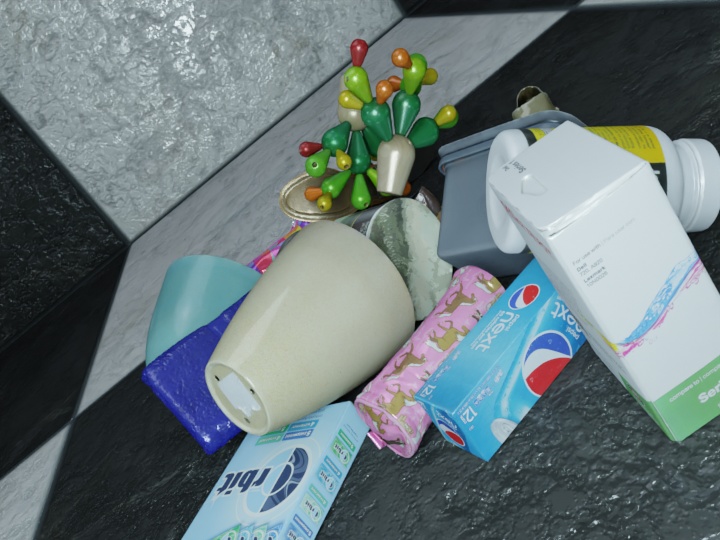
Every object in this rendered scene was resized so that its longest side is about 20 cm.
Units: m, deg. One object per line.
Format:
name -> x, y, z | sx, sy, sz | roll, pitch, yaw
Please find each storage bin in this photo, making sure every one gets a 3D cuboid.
storage bin -> 0.180, -0.069, 0.855 | 0.198, 0.144, 0.138 | -8, 63, 52

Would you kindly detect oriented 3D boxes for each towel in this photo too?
towel -> -0.153, 0.122, 0.936 | 0.199, 0.050, 0.147 | -35, 61, -30

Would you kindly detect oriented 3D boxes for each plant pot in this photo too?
plant pot -> -0.210, 0.105, 1.060 | 0.198, 0.200, 0.164 | -20, 41, 39
plant pot -> -0.070, 0.077, 0.822 | 0.185, 0.190, 0.199 | -13, 21, 48

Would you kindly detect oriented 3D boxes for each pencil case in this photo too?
pencil case -> -0.144, -0.007, 1.315 | 0.200, 0.089, 0.088 | -43, 21, -7
pencil case -> 0.076, 0.089, 0.758 | 0.082, 0.087, 0.200 | 17, 55, 42

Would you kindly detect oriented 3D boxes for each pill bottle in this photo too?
pill bottle -> 0.223, -0.076, 0.700 | 0.194, 0.115, 0.113 | -3, 23, -4

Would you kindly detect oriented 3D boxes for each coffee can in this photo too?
coffee can -> 0.000, 0.000, 0.971 | 0.198, 0.147, 0.147 | -13, 32, 48

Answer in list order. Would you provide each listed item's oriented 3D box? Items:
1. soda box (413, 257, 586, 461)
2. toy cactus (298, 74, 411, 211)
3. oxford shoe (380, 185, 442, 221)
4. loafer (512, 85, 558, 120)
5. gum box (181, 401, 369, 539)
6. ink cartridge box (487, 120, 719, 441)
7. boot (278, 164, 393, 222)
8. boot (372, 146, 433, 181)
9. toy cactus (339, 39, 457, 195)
soda box -> 0.145, 0.073, 0.698 | 0.200, 0.065, 0.067 | -46, 23, -16
toy cactus -> -0.008, -0.162, 0.965 | 0.197, 0.170, 0.101 | -7, 4, -42
oxford shoe -> 0.037, -0.064, 1.139 | 0.197, 0.073, 0.072 | -28, 22, 27
loafer -> 0.252, -0.208, 1.076 | 0.075, 0.068, 0.201 | -32, 22, 16
gum box -> -0.097, 0.238, 0.797 | 0.168, 0.045, 0.201 | -19, 29, 42
ink cartridge box -> 0.194, 0.002, 0.568 | 0.083, 0.201, 0.145 | -35, 21, 7
boot -> -0.033, -0.104, 1.101 | 0.195, 0.076, 0.154 | -13, -2, -16
boot -> 0.038, -0.190, 1.419 | 0.185, 0.065, 0.200 | -37, 16, -1
toy cactus -> 0.041, -0.178, 0.903 | 0.100, 0.198, 0.169 | 12, 91, 33
